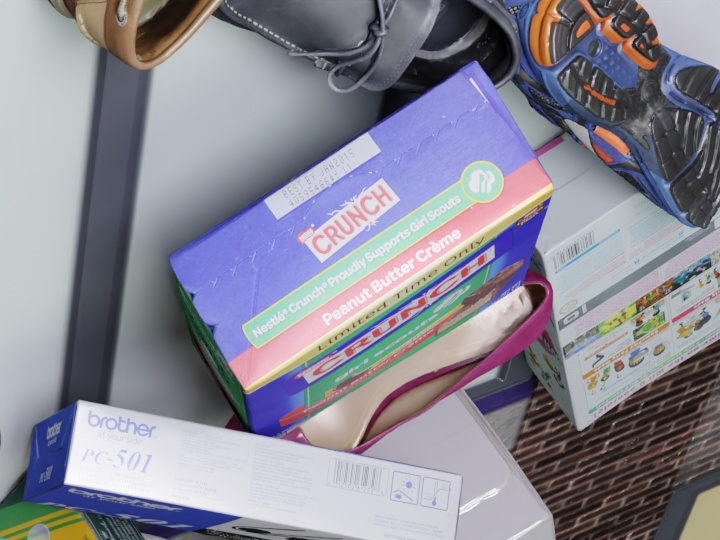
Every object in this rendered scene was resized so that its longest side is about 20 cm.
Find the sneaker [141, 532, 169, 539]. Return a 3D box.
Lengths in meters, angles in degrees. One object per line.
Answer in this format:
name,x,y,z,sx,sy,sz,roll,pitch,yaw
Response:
sneaker,-0.159,0.231,1.301,0.200,0.081,0.083,-50,152,16

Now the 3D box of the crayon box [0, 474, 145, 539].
crayon box,-0.183,0.212,1.203,0.200,0.126,0.052,-48,147,15

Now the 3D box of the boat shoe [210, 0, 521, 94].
boat shoe,0.003,-0.119,1.034,0.200,0.062,0.075,10,126,-49

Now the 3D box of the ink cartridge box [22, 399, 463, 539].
ink cartridge box,-0.059,0.109,1.155,0.200,0.044,0.094,13,166,-18

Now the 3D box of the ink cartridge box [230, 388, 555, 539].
ink cartridge box,0.018,0.170,1.333,0.147,0.145,0.200,-29,147,-13

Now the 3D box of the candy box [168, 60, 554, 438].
candy box,0.000,0.000,1.105,0.169,0.077,0.200,-32,168,-7

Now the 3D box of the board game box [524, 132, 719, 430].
board game box,0.158,-0.013,1.323,0.147,0.064,0.200,-31,146,-9

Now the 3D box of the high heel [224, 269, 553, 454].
high heel,0.010,0.055,1.226,0.200,0.067,0.096,-34,179,-15

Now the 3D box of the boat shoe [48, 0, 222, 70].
boat shoe,-0.046,-0.163,0.917,0.076,0.074,0.200,11,124,-51

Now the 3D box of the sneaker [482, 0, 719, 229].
sneaker,0.131,-0.089,1.167,0.200,0.078,0.075,42,76,-43

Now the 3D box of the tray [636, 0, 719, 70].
tray,0.162,-0.151,1.134,0.200,0.107,0.022,78,35,-56
